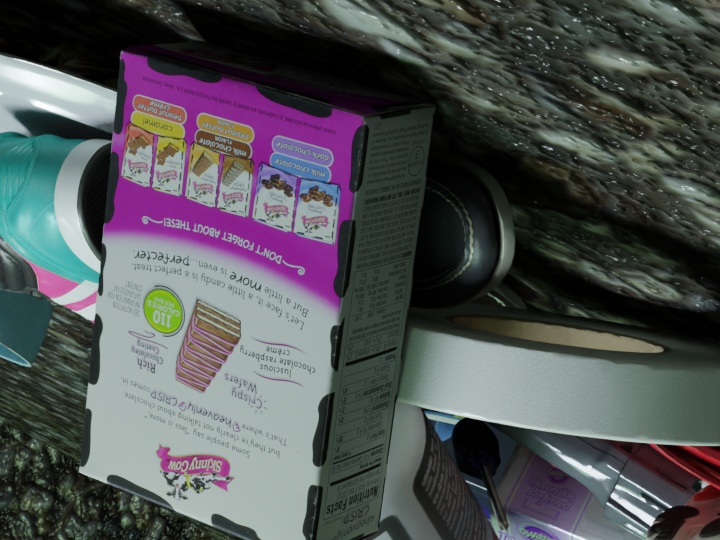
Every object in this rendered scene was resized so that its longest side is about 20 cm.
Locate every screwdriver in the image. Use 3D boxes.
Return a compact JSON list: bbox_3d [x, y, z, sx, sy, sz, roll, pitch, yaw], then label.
[{"bbox_3d":[0.072,0.117,1.257,0.029,0.028,0.200,51,-176,-14],"label":"screwdriver"}]

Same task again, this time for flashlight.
[{"bbox_3d":[0.096,0.082,1.259,0.199,0.068,0.068,32,129,16],"label":"flashlight"}]

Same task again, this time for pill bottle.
[{"bbox_3d":[-0.005,0.119,1.213,0.113,0.114,0.200,16,151,36],"label":"pill bottle"}]

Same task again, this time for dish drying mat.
[{"bbox_3d":[0.163,0.084,1.177,0.076,0.018,0.200,27,-175,-6],"label":"dish drying mat"}]

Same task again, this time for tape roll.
[{"bbox_3d":[0.091,0.046,1.076,0.201,0.037,0.203,7,-176,0],"label":"tape roll"}]

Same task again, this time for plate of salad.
[{"bbox_3d":[-0.140,-0.086,1.131,0.199,0.048,0.200,18,171,3],"label":"plate of salad"}]

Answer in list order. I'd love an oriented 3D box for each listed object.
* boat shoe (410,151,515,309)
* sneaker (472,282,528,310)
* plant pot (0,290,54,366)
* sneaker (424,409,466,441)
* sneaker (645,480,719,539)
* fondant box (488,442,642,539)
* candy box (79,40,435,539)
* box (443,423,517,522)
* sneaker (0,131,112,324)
[{"bbox_3d":[-0.007,-0.014,1.061,0.062,0.073,0.199,-13,-171,-35],"label":"boat shoe"},{"bbox_3d":[0.000,0.000,1.233,0.199,0.073,0.085,17,-158,3],"label":"sneaker"},{"bbox_3d":[-0.240,-0.052,1.272,0.199,0.135,0.200,27,171,5],"label":"plant pot"},{"bbox_3d":[-0.011,0.073,1.342,0.082,0.074,0.199,-33,147,33],"label":"sneaker"},{"bbox_3d":[0.205,0.145,1.171,0.080,0.084,0.200,-4,-170,37],"label":"sneaker"},{"bbox_3d":[0.155,0.186,1.346,0.144,0.058,0.201,20,149,20],"label":"fondant box"},{"bbox_3d":[-0.048,0.011,1.012,0.136,0.201,0.061,18,-162,32],"label":"candy box"},{"bbox_3d":[0.133,0.136,1.465,0.199,0.079,0.141,21,165,19],"label":"box"},{"bbox_3d":[-0.142,-0.005,1.149,0.120,0.084,0.200,11,153,27],"label":"sneaker"}]
